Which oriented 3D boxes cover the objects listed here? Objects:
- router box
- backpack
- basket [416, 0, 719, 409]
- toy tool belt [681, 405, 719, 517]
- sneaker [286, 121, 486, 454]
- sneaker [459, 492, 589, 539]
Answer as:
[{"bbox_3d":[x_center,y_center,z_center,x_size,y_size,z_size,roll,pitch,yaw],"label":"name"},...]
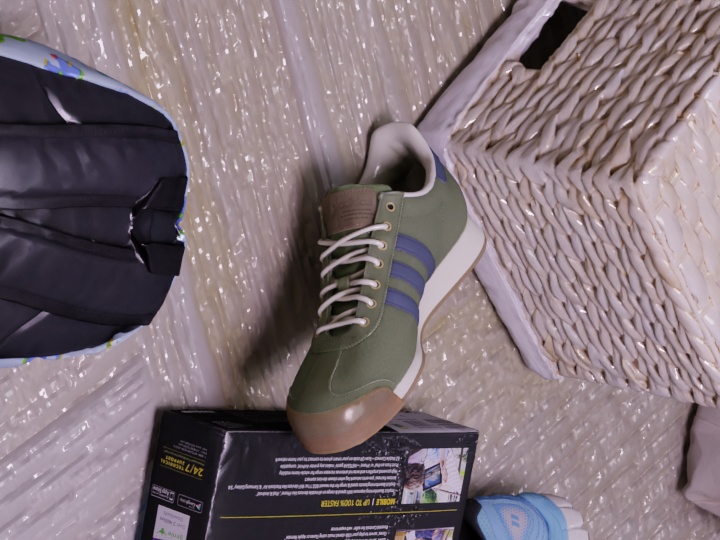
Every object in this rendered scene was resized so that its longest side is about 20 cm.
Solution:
[{"bbox_3d":[-0.030,0.149,1.442,0.200,0.051,0.150,4,98,-48],"label":"router box"},{"bbox_3d":[-0.168,-0.033,1.189,0.200,0.154,0.164,4,95,-27],"label":"backpack"},{"bbox_3d":[0.169,-0.059,1.530,0.198,0.161,0.200,-51,131,-26],"label":"basket"},{"bbox_3d":[0.303,0.121,1.753,0.200,0.123,0.125,1,100,-49],"label":"toy tool belt"},{"bbox_3d":[0.000,0.000,1.409,0.090,0.067,0.200,65,34,-26],"label":"sneaker"},{"bbox_3d":[0.059,0.218,1.562,0.090,0.078,0.200,14,86,-30],"label":"sneaker"}]
